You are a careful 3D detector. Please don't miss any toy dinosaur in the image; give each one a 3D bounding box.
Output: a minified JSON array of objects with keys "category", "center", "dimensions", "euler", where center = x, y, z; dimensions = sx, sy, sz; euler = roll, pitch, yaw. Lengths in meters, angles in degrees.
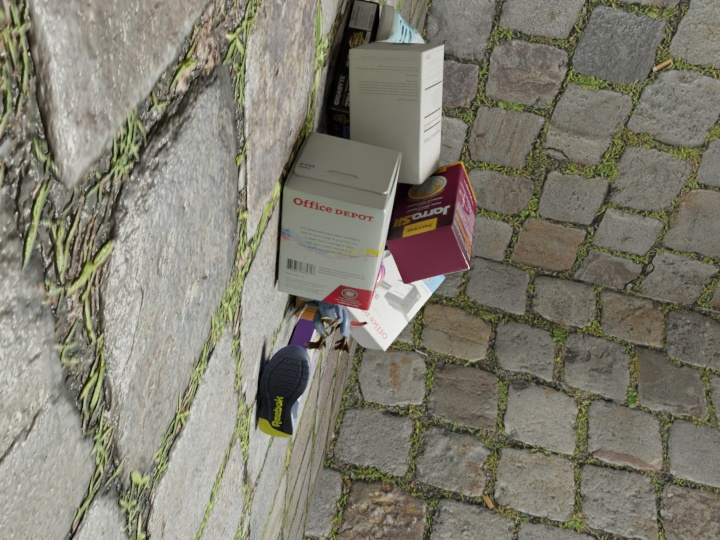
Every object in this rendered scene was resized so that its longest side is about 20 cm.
[{"category":"toy dinosaur","center":[-0.063,0.056,1.361],"dimensions":[0.200,0.104,0.183],"euler":[-52,147,-57]}]

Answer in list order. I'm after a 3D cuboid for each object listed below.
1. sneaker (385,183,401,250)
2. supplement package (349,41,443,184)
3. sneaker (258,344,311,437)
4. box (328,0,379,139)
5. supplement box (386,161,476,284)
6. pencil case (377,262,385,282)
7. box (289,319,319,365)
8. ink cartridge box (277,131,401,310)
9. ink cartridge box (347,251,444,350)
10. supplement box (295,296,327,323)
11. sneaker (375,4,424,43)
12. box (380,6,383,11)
[{"category":"sneaker","center":[0.035,-0.114,1.345],"dimensions":[0.201,0.073,0.087],"euler":[-81,154,-46]},{"category":"supplement package","center":[0.057,-0.250,1.260],"dimensions":[0.120,0.120,0.201],"euler":[-44,138,-61]},{"category":"sneaker","center":[-0.121,0.179,1.278],"dimensions":[0.083,0.073,0.201],"euler":[-75,-177,-49]},{"category":"box","center":[-0.009,-0.323,1.372],"dimensions":[0.200,0.049,0.200],"euler":[85,19,-78]},{"category":"supplement box","center":[0.117,-0.080,1.281],"dimensions":[0.201,0.110,0.086],"euler":[-74,145,-52]},{"category":"pencil case","center":[0.000,0.000,1.372],"dimensions":[0.200,0.088,0.089],"euler":[-27,130,-86]},{"category":"box","center":[-0.110,0.154,1.538],"dimensions":[0.201,0.039,0.137],"euler":[-73,174,-46]},{"category":"ink cartridge box","center":[-0.031,-0.071,1.166],"dimensions":[0.145,0.144,0.201],"euler":[-73,175,-46]},{"category":"ink cartridge box","center":[0.045,0.033,1.553],"dimensions":[0.200,0.145,0.084],"euler":[-48,-158,-20]},{"category":"supplement box","center":[-0.072,-0.002,1.390],"dimensions":[0.067,0.068,0.201],"euler":[-76,174,-45]},{"category":"sneaker","center":[0.071,-0.399,1.360],"dimensions":[0.200,0.081,0.075],"euler":[-54,154,-82]},{"category":"box","center":[0.029,-0.433,1.615],"dimensions":[0.200,0.041,0.157],"euler":[-55,157,-82]}]
